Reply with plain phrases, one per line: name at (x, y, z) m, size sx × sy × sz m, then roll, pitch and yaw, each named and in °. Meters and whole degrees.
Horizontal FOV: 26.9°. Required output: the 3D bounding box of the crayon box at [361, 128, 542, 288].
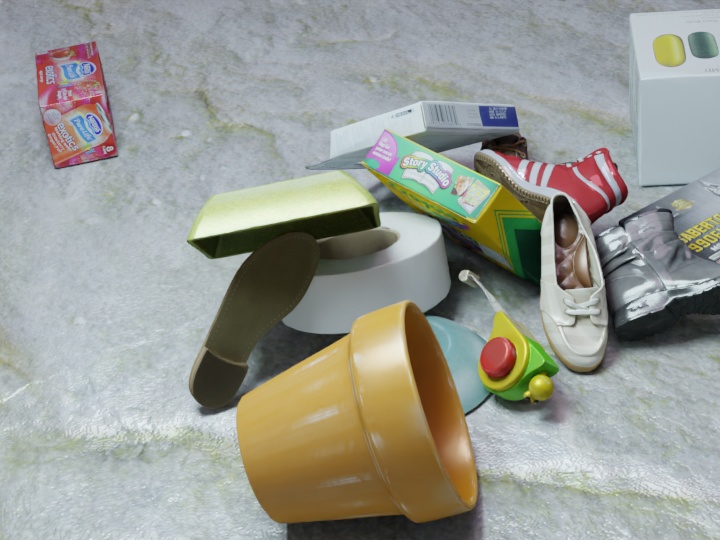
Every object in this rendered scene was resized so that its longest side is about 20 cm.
crayon box at (0.121, -0.070, 1.721) m, size 0.200 × 0.172 × 0.058 m, roll 31°, pitch 86°, yaw 45°

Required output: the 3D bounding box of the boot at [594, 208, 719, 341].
boot at (0.347, -0.015, 1.614) m, size 0.199 × 0.070 × 0.132 m, roll -15°, pitch 56°, yaw 6°

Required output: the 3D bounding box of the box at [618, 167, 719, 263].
box at (0.424, -0.048, 1.738) m, size 0.199 × 0.049 × 0.158 m, roll -26°, pitch 37°, yaw -27°

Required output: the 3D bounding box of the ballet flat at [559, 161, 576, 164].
ballet flat at (0.250, -0.080, 1.836) m, size 0.067 × 0.047 × 0.200 m, roll -8°, pitch 26°, yaw 15°

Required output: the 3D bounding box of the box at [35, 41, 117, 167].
box at (-0.409, -0.241, 2.162) m, size 0.095 × 0.100 × 0.200 m, roll -12°, pitch 32°, yaw -7°

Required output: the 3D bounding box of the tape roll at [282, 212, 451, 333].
tape roll at (0.000, 0.000, 1.690) m, size 0.201 × 0.071 × 0.203 m, roll -10°, pitch 18°, yaw 3°

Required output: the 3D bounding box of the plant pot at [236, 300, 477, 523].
plant pot at (-0.009, 0.151, 1.401) m, size 0.182 × 0.201 × 0.201 m, roll -19°, pitch 30°, yaw 12°

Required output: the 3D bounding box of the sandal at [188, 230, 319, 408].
sandal at (-0.125, 0.042, 1.606) m, size 0.212 × 0.077 × 0.070 m, roll -59°, pitch 24°, yaw 1°

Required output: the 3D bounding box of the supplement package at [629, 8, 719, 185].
supplement package at (0.424, -0.224, 1.919) m, size 0.151 × 0.151 × 0.200 m, roll -2°, pitch 33°, yaw 7°

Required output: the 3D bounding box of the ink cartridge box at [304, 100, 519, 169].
ink cartridge box at (0.062, -0.167, 1.862) m, size 0.199 × 0.041 × 0.199 m, roll -14°, pitch -5°, yaw 39°

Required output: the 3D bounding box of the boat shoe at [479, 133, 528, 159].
boat shoe at (0.181, -0.144, 1.915) m, size 0.072 × 0.072 × 0.200 m, roll -3°, pitch 32°, yaw 7°

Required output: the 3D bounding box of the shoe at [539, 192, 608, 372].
shoe at (0.224, 0.010, 1.604) m, size 0.069 × 0.053 × 0.201 m, roll -6°, pitch 65°, yaw 2°

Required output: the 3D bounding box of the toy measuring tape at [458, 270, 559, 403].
toy measuring tape at (0.140, 0.078, 1.571) m, size 0.073 × 0.074 × 0.200 m, roll -18°, pitch 39°, yaw -17°

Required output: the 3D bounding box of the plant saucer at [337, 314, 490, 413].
plant saucer at (0.047, 0.094, 1.600) m, size 0.200 × 0.039 × 0.201 m, roll -5°, pitch 32°, yaw 3°

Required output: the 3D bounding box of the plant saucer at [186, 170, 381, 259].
plant saucer at (-0.080, -0.062, 1.610) m, size 0.199 × 0.048 × 0.200 m, roll -11°, pitch -5°, yaw 0°

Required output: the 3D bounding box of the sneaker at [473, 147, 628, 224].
sneaker at (0.227, -0.108, 1.765) m, size 0.112 × 0.072 × 0.200 m, roll -30°, pitch 39°, yaw -20°
